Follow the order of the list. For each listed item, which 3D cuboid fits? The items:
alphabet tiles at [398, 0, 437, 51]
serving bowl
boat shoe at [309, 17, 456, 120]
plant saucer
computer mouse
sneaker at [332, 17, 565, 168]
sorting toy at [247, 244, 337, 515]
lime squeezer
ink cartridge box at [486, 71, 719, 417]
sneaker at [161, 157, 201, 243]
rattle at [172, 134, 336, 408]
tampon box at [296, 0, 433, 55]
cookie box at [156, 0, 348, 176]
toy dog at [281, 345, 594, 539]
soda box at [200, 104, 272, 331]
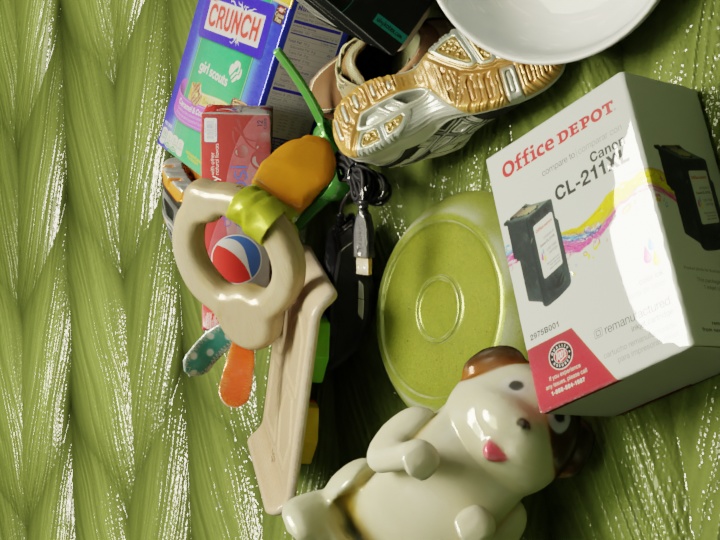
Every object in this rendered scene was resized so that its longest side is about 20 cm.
[{"bbox_3d":[0.052,-0.278,1.213,0.196,0.015,0.200,-56,38,0],"label":"alphabet tiles"},{"bbox_3d":[0.146,-0.252,1.075,0.200,0.066,0.200,5,100,26],"label":"serving bowl"},{"bbox_3d":[0.015,-0.178,1.255,0.200,0.074,0.076,-15,73,50],"label":"boat shoe"},{"bbox_3d":[0.072,0.033,1.185,0.200,0.031,0.200,-10,78,51],"label":"plant saucer"},{"bbox_3d":[0.000,0.000,1.236,0.140,0.046,0.200,-134,50,-73],"label":"computer mouse"},{"bbox_3d":[0.078,-0.140,1.174,0.200,0.088,0.076,-19,70,24],"label":"sneaker"},{"bbox_3d":[-0.056,0.092,1.283,0.185,0.036,0.200,-124,45,-72],"label":"sorting toy"},{"bbox_3d":[-0.042,-0.104,1.314,0.071,0.038,0.200,10,119,17],"label":"lime squeezer"},{"bbox_3d":[0.178,-0.015,1.015,0.146,0.083,0.200,-33,60,45],"label":"ink cartridge box"},{"bbox_3d":[-0.145,-0.029,1.445,0.200,0.078,0.077,60,143,42],"label":"sneaker"},{"bbox_3d":[-0.088,-0.001,1.273,0.143,0.130,0.200,-68,-23,-57],"label":"rattle"},{"bbox_3d":[0.006,-0.301,1.145,0.200,0.150,0.126,-55,39,1],"label":"tampon box"},{"bbox_3d":[-0.105,-0.185,1.407,0.171,0.075,0.200,36,112,50],"label":"cookie box"},{"bbox_3d":[0.078,0.154,1.075,0.200,0.194,0.140,-46,73,22],"label":"toy dog"},{"bbox_3d":[-0.111,-0.047,1.315,0.070,0.063,0.200,-101,12,-77],"label":"soda box"}]
